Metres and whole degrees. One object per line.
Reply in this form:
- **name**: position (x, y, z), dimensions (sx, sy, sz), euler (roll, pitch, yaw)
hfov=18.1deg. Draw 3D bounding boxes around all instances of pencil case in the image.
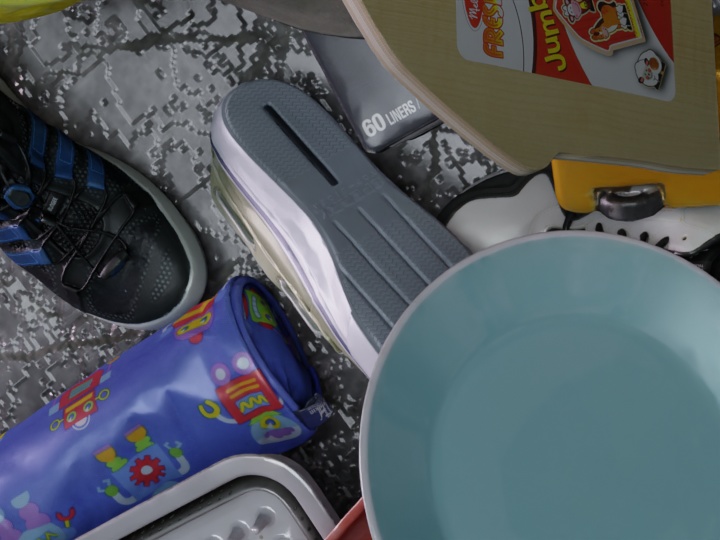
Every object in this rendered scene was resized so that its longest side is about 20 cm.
- **pencil case**: position (-0.106, 0.084, 1.061), dimensions (0.199, 0.078, 0.087), euler (-33, 121, 15)

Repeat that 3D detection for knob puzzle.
- **knob puzzle**: position (0.052, -0.132, 0.873), dimensions (0.030, 0.219, 0.221), euler (-19, 95, 53)

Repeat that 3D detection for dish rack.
- **dish rack**: position (-0.066, 0.179, 1.025), dimensions (0.199, 0.044, 0.172), euler (-29, 97, 23)

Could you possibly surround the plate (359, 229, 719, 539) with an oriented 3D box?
- **plate**: position (0.093, 0.082, 0.912), dimensions (0.199, 0.026, 0.202), euler (5, 71, -13)

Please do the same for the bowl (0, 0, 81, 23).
- **bowl**: position (-0.186, -0.188, 1.011), dimensions (0.201, 0.200, 0.108), euler (55, 148, 1)

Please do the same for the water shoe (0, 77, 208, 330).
- **water shoe**: position (-0.163, -0.037, 1.054), dimensions (0.200, 0.079, 0.072), euler (38, 105, 6)

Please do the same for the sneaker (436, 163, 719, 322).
- **sneaker**: position (0.122, -0.010, 0.990), dimensions (0.199, 0.080, 0.074), euler (0, 101, 16)

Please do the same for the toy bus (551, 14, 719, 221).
- **toy bus**: position (0.181, -0.071, 0.957), dimensions (0.199, 0.078, 0.065), euler (-4, 118, 12)

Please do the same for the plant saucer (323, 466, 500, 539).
- **plant saucer**: position (0.038, 0.204, 0.962), dimensions (0.200, 0.037, 0.200), euler (40, 114, 1)

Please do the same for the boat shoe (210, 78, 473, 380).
- **boat shoe**: position (0.000, 0.000, 1.009), dimensions (0.200, 0.072, 0.062), euler (54, 151, 24)

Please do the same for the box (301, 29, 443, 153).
- **box**: position (0.017, -0.168, 0.976), dimensions (0.122, 0.106, 0.201), euler (-29, 90, 16)

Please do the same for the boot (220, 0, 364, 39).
- **boot**: position (-0.058, -0.127, 0.880), dimensions (0.199, 0.131, 0.068), euler (12, 103, 15)
